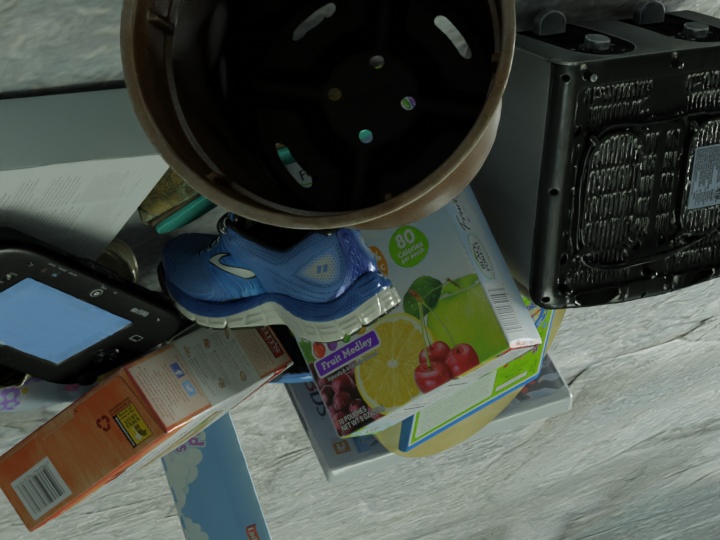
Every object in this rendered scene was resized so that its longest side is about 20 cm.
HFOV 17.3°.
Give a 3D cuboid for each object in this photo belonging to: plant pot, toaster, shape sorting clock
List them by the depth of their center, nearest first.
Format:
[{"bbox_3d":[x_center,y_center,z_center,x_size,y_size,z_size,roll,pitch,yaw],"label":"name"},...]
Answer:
[{"bbox_3d":[-0.009,-0.109,1.260,0.199,0.201,0.198,-22,171,5],"label":"plant pot"},{"bbox_3d":[0.166,-0.072,1.550,0.180,0.119,0.201,-10,116,-30],"label":"toaster"},{"bbox_3d":[0.078,0.047,1.692,0.200,0.039,0.201,-33,146,-26],"label":"shape sorting clock"}]

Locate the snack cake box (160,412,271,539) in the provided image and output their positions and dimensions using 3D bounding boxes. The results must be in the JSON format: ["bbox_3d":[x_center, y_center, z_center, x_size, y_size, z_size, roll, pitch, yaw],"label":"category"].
[{"bbox_3d":[-0.123,0.177,1.936,0.067,0.201,0.115,-18,162,-5],"label":"snack cake box"}]

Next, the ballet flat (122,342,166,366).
[{"bbox_3d":[-0.241,0.065,1.746,0.199,0.047,0.067,-17,-166,8],"label":"ballet flat"}]

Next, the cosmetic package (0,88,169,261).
[{"bbox_3d":[-0.217,-0.039,1.435,0.150,0.052,0.200,-10,160,-32],"label":"cosmetic package"}]

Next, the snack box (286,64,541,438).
[{"bbox_3d":[0.011,-0.011,1.521,0.142,0.201,0.053,-29,168,27],"label":"snack box"}]

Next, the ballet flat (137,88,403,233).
[{"bbox_3d":[-0.065,-0.085,1.439,0.199,0.071,0.071,-24,164,33],"label":"ballet flat"}]

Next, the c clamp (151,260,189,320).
[{"bbox_3d":[-0.064,0.022,1.640,0.199,0.027,0.171,3,-163,-14],"label":"c clamp"}]

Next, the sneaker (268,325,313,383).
[{"bbox_3d":[-0.002,0.051,1.739,0.199,0.066,0.079,-16,152,-10],"label":"sneaker"}]

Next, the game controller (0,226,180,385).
[{"bbox_3d":[-0.198,0.025,1.457,0.104,0.042,0.200,-19,156,25],"label":"game controller"}]

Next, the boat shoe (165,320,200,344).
[{"bbox_3d":[-0.116,0.040,1.775,0.200,0.057,0.069,-30,160,27],"label":"boat shoe"}]

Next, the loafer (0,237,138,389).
[{"bbox_3d":[-0.227,0.042,1.558,0.199,0.076,0.068,-30,-153,-21],"label":"loafer"}]

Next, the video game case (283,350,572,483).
[{"bbox_3d":[0.037,0.064,1.824,0.199,0.183,0.023,-16,140,-14],"label":"video game case"}]

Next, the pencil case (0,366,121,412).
[{"bbox_3d":[-0.264,0.063,1.633,0.199,0.084,0.091,-9,172,-31],"label":"pencil case"}]

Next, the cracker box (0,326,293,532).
[{"bbox_3d":[-0.146,0.098,1.616,0.134,0.058,0.200,-36,177,26],"label":"cracker box"}]

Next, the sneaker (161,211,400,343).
[{"bbox_3d":[-0.057,-0.014,1.458,0.078,0.090,0.200,-31,-158,-35],"label":"sneaker"}]
